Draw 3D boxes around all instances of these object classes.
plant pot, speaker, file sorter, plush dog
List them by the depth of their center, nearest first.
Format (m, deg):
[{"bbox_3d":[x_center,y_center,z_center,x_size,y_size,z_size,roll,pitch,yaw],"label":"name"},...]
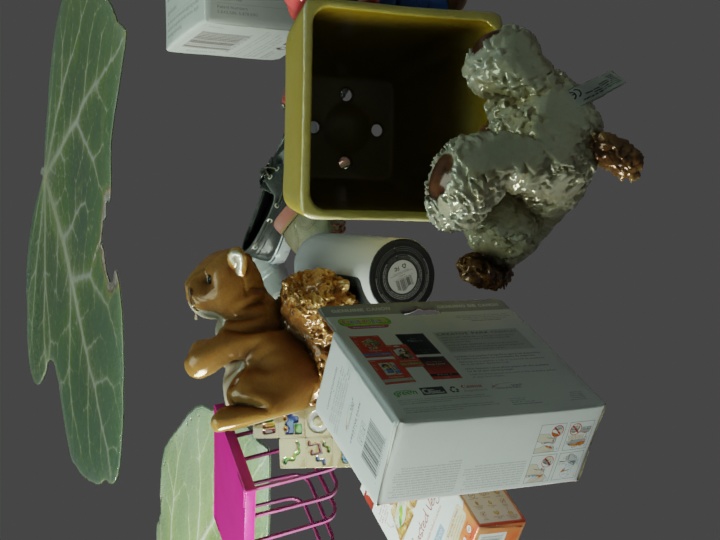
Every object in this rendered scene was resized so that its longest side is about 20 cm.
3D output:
[{"bbox_3d":[0.136,-0.077,0.959,0.172,0.159,0.201,110,178,-61],"label":"plush dog"},{"bbox_3d":[0.010,-0.146,1.127,0.200,0.194,0.196,-173,84,-72],"label":"plant pot"},{"bbox_3d":[0.000,0.000,1.260,0.200,0.081,0.082,9,97,63],"label":"speaker"},{"bbox_3d":[-0.101,0.268,1.377,0.139,0.124,0.201,-121,28,-46],"label":"file sorter"}]

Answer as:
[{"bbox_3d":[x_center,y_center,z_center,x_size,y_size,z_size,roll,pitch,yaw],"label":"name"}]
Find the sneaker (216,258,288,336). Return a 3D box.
[{"bbox_3d":[-0.140,0.080,1.549,0.116,0.073,0.201,-116,38,-47],"label":"sneaker"}]

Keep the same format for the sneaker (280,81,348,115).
[{"bbox_3d":[-0.042,-0.258,1.355,0.200,0.070,0.099,-45,51,52],"label":"sneaker"}]

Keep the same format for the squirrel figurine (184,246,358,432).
[{"bbox_3d":[-0.094,0.060,1.220,0.142,0.198,0.188,42,-148,-82],"label":"squirrel figurine"}]

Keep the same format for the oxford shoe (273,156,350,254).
[{"bbox_3d":[-0.033,-0.076,1.363,0.074,0.070,0.200,57,146,8],"label":"oxford shoe"}]

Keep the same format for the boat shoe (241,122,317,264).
[{"bbox_3d":[-0.104,-0.107,1.477,0.069,0.056,0.202,28,106,59],"label":"boat shoe"}]

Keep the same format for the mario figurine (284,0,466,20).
[{"bbox_3d":[0.008,-0.295,1.109,0.123,0.198,0.107,-20,73,62],"label":"mario figurine"}]

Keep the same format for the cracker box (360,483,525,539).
[{"bbox_3d":[0.074,0.230,1.129,0.200,0.057,0.135,55,137,50],"label":"cracker box"}]

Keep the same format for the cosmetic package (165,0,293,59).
[{"bbox_3d":[-0.155,-0.393,1.480,0.164,0.164,0.202,-4,86,63],"label":"cosmetic package"}]

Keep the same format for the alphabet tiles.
[{"bbox_3d":[-0.032,0.132,1.260,0.198,0.006,0.168,-5,83,23],"label":"alphabet tiles"}]

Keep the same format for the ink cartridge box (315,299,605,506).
[{"bbox_3d":[0.073,0.104,0.973,0.176,0.198,0.085,51,135,51],"label":"ink cartridge box"}]
